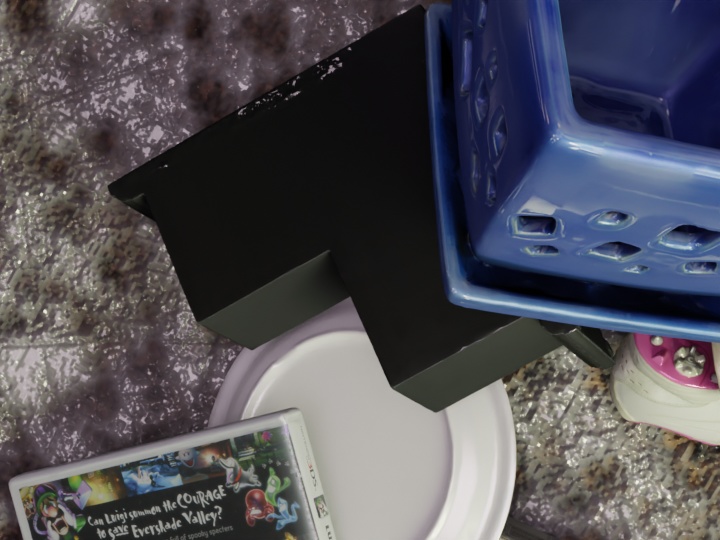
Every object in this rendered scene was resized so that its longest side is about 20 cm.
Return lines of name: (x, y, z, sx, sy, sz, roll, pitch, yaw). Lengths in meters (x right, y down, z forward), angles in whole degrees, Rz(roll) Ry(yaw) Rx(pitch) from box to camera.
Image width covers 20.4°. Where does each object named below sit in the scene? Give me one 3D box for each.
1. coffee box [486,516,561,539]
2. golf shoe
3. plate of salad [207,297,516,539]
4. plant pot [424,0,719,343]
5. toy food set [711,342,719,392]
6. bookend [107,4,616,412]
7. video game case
coffee box: (0.142, 0.229, 1.097, 0.200, 0.080, 0.115, 25, 94, 6)
golf shoe: (0.229, 0.063, 1.095, 0.199, 0.092, 0.075, 14, 56, -12)
plate of salad: (0.000, 0.107, 1.117, 0.200, 0.048, 0.201, -7, 77, 29)
plant pot: (0.133, -0.080, 0.935, 0.199, 0.180, 0.201, 7, 59, -17)
toy food set: (0.251, -0.026, 1.033, 0.143, 0.060, 0.201, -11, 65, 19)
bookend: (0.000, 0.000, 1.066, 0.198, 0.092, 0.200, -29, 68, 11)
video game case: (-0.095, 0.184, 1.118, 0.200, 0.023, 0.182, -16, 90, 30)
